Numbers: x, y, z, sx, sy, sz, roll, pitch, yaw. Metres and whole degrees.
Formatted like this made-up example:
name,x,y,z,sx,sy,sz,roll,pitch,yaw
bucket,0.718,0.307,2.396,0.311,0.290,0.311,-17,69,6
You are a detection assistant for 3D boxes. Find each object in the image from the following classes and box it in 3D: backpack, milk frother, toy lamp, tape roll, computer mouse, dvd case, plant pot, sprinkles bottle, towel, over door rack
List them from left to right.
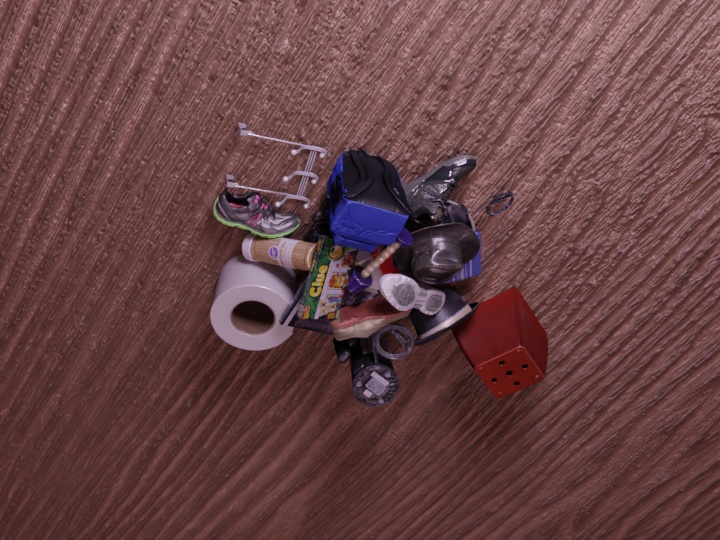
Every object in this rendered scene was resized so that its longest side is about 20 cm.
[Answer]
name,x,y,z,sx,sy,sz,roll,pitch,yaw
tape roll,-0.254,0.074,1.786,0.203,0.139,0.203,-1,126,-1
over door rack,-0.190,-0.220,1.619,0.200,0.067,0.148,15,123,-12
sprinkles bottle,-0.178,-0.043,1.690,0.200,0.068,0.068,10,133,32
computer mouse,-0.083,-0.066,1.738,0.138,0.053,0.200,5,128,-31
dvd case,-0.075,0.087,1.737,0.200,0.016,0.149,14,122,-36
backpack,-0.002,-0.155,1.590,0.162,0.200,0.168,17,133,-24
toy lamp,0.037,-0.018,1.649,0.058,0.058,0.200,29,129,-20
milk frother,0.049,0.203,1.858,0.200,0.188,0.181,-30,113,6
towel,0.189,-0.022,1.746,0.200,0.024,0.145,-11,135,-1
computer mouse,0.250,-0.137,1.669,0.200,0.034,0.059,-16,108,4
plant pot,0.364,0.201,1.869,0.200,0.176,0.200,-29,122,18

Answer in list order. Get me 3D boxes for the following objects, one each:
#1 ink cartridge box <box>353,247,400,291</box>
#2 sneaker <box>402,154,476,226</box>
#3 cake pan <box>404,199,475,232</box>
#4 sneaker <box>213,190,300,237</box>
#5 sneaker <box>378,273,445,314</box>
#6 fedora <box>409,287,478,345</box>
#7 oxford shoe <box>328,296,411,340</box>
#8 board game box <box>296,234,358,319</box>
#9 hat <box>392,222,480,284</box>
name,x,y,z,sx,sy,sz,roll,pitch,yaw
ink cartridge box,0.000,0.000,1.754,0.200,0.067,0.116,-26,136,-1
sneaker,0.181,-0.169,1.621,0.199,0.114,0.076,-31,156,5
cake pan,0.169,-0.091,1.738,0.200,0.037,0.200,0,126,-1
sneaker,-0.234,-0.132,1.677,0.200,0.077,0.084,11,129,-11
sneaker,0.101,0.048,1.708,0.200,0.099,0.078,23,97,-43
fedora,0.191,0.102,1.818,0.201,0.201,0.092,-32,89,20
oxford shoe,0.026,0.116,1.752,0.200,0.071,0.074,-11,127,-4
board game box,-0.071,0.017,1.649,0.105,0.023,0.200,2,114,-35
hat,0.175,-0.020,1.658,0.200,0.081,0.201,-4,141,-3
